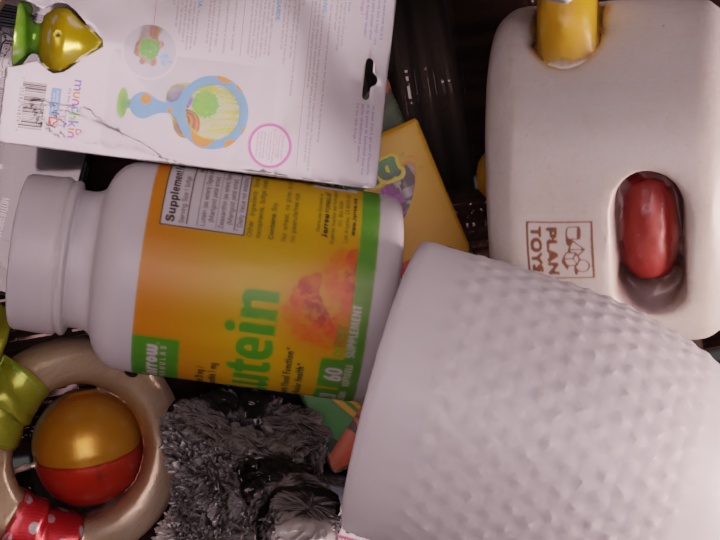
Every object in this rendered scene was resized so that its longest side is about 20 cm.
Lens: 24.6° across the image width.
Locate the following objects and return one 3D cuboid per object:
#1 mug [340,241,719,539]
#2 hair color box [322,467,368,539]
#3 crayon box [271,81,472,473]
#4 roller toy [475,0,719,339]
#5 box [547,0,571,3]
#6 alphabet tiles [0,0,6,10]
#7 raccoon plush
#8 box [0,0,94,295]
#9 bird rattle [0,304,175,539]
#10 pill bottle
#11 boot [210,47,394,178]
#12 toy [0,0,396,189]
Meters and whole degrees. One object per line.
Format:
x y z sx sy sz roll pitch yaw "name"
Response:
0.090 0.102 0.814 0.174 0.148 0.202 16 121 8 "mug"
-0.021 0.219 0.930 0.060 0.099 0.202 15 88 -5 "hair color box"
0.000 0.000 0.961 0.126 0.051 0.202 -24 91 -5 "crayon box"
0.132 -0.055 0.899 0.138 0.200 0.184 -1 74 11 "roller toy"
0.042 -0.226 0.856 0.098 0.199 0.125 -49 129 -17 "box"
-0.211 -0.227 0.917 0.198 0.015 0.197 20 63 9 "alphabet tiles"
-0.070 0.153 0.877 0.096 0.200 0.135 9 108 -6 "raccoon plush"
-0.227 -0.095 0.941 0.156 0.050 0.202 14 87 -4 "box"
-0.173 0.113 0.922 0.162 0.112 0.202 -15 94 -22 "bird rattle"
-0.082 0.003 0.873 0.198 0.111 0.112 8 88 -3 "pill bottle"
-0.085 -0.147 0.928 0.130 0.068 0.200 -39 85 -16 "boot"
-0.086 -0.111 0.876 0.198 0.047 0.116 7 87 -11 "toy"
